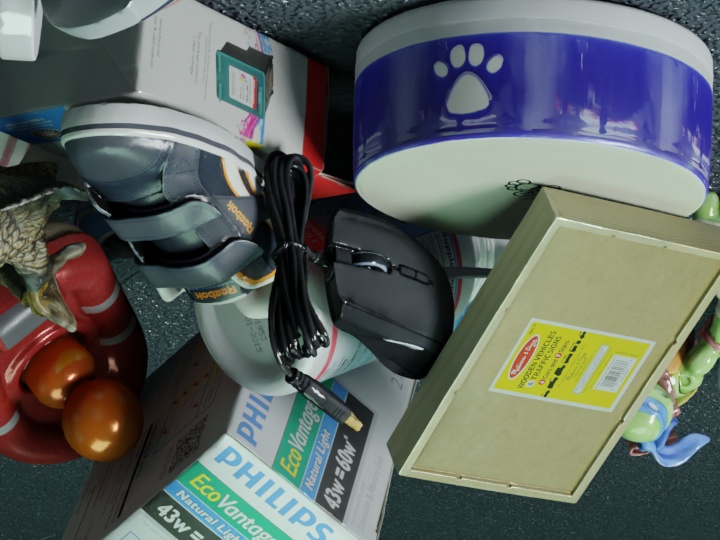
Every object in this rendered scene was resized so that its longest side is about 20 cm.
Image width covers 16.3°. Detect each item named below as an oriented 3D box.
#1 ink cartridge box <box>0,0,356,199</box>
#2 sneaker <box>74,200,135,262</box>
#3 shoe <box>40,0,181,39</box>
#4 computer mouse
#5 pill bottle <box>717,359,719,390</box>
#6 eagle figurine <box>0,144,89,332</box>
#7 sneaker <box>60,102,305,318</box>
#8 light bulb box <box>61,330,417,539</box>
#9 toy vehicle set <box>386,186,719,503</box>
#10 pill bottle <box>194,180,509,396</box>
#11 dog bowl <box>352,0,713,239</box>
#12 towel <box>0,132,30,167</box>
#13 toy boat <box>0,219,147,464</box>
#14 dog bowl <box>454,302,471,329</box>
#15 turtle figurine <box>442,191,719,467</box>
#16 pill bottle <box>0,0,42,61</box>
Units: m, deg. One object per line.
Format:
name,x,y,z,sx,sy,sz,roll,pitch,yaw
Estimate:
ink cartridge box,-0.098,-0.091,1.399,0.116,0.068,0.199,-8,162,35
sneaker,-0.089,-0.021,1.651,0.198,0.073,0.072,1,163,2
shoe,-0.048,-0.152,1.114,0.199,0.072,0.091,-30,147,35
computer mouse,0.010,0.028,1.392,0.046,0.141,0.200,-15,148,23
pill bottle,0.341,0.061,1.802,0.111,0.113,0.200,9,164,-21
eagle figurine,-0.224,-0.032,1.408,0.151,0.152,0.200,-17,149,11
sneaker,-0.089,-0.029,1.351,0.078,0.080,0.200,-6,162,31
light bulb box,-0.079,0.129,1.618,0.125,0.199,0.200,39,125,-16
toy vehicle set,0.113,0.047,1.431,0.123,0.027,0.201,12,126,-27
pill bottle,0.000,0.000,1.543,0.108,0.110,0.199,-12,-175,44
dog bowl,0.095,-0.080,1.388,0.198,0.079,0.200,2,165,1
towel,-0.262,-0.099,1.485,0.198,0.030,0.146,6,162,-14
toy boat,-0.185,0.068,1.586,0.130,0.131,0.200,-39,157,-10
dog bowl,0.086,0.021,1.679,0.199,0.050,0.111,21,-163,19
turtle figurine,0.175,-0.002,1.549,0.143,0.194,0.200,-32,109,28
pill bottle,-0.246,-0.141,1.156,0.198,0.113,0.113,4,165,-4
